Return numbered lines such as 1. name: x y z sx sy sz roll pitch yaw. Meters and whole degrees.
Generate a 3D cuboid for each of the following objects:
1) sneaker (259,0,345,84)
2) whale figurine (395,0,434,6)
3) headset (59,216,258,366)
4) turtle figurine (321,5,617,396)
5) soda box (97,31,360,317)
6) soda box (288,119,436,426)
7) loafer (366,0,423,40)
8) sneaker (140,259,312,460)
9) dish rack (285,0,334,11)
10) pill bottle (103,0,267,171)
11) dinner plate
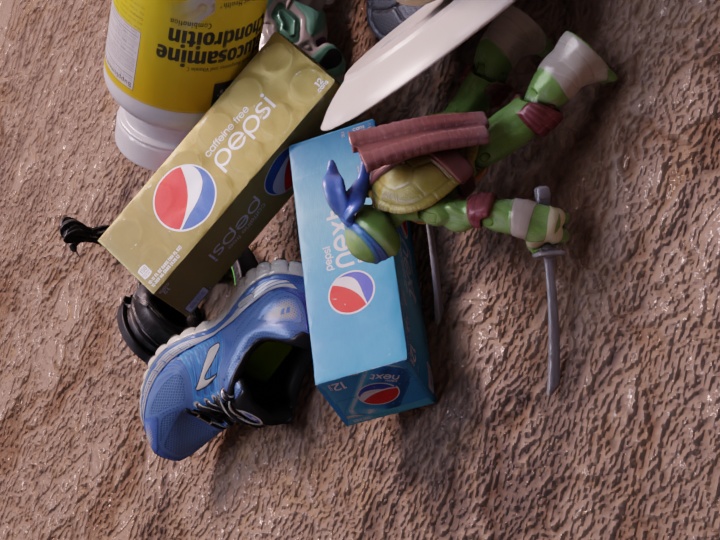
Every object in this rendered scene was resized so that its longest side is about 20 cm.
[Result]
1. sneaker: -0.070 -0.151 1.807 0.140 0.077 0.202 130 135 -59
2. whale figurine: 0.028 -0.264 1.495 0.103 0.200 0.159 -30 53 -5
3. headset: -0.156 0.010 1.829 0.200 0.094 0.124 37 106 45
4. turtle figurine: 0.086 -0.058 1.511 0.194 0.200 0.144 -52 9 -5
5. soda box: -0.092 -0.069 1.676 0.068 0.064 0.200 41 90 27
6. soda box: 0.000 0.000 1.600 0.067 0.064 0.201 -16 54 13
7. loafer: 0.070 -0.250 1.655 0.072 0.063 0.201 34 111 26
8. sneaker: -0.095 0.081 1.703 0.200 0.078 0.090 -47 38 35
9. dish rack: 0.011 -0.287 1.694 0.200 0.043 0.173 127 164 -58
10. pill bottle: -0.127 -0.174 1.692 0.112 0.111 0.201 -114 28 -47
11. dinner plate: 0.048 -0.160 1.548 0.200 0.024 0.200 -37 7 5
